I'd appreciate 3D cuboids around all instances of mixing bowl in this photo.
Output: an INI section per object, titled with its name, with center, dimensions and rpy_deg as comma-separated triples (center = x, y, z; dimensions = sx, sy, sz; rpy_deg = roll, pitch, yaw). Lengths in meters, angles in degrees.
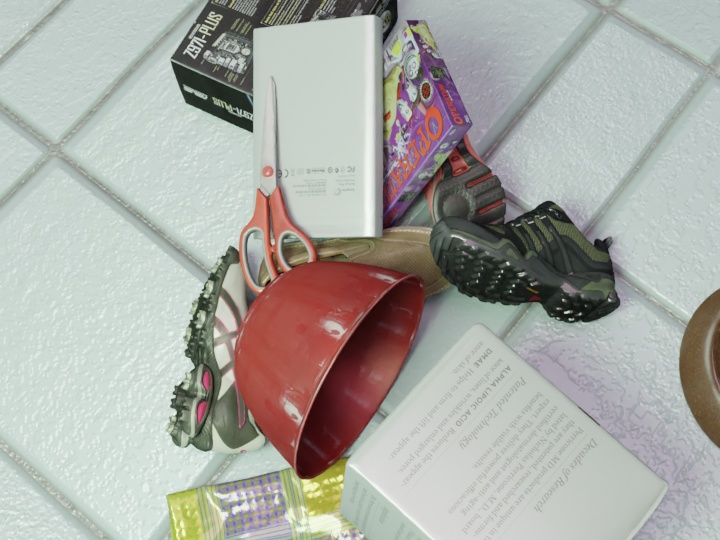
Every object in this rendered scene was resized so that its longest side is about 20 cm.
[mixing bowl]
center = -0.040, 0.068, 0.963
dimensions = 0.108, 0.200, 0.201
rpy_deg = 30, 72, 18

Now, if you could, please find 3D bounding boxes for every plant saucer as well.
[plant saucer]
center = 0.397, 0.090, 1.013
dimensions = 0.198, 0.035, 0.202
rpy_deg = -1, 66, 3

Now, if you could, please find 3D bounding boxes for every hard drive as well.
[hard drive]
center = -0.041, -0.131, 1.038
dimensions = 0.131, 0.027, 0.202
rpy_deg = 0, 90, 27

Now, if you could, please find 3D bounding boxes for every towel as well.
[towel]
center = -0.071, 0.248, 0.983
dimensions = 0.198, 0.023, 0.145
rpy_deg = -10, 68, 0

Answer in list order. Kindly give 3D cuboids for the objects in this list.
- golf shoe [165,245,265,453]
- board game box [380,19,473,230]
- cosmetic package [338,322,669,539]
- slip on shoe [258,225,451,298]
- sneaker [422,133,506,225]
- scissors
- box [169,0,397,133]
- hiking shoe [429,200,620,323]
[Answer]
[golf shoe]
center = -0.124, 0.077, 1.043
dimensions = 0.087, 0.077, 0.202
rpy_deg = 16, 64, -18
[board game box]
center = 0.029, -0.125, 1.044
dimensions = 0.032, 0.200, 0.121
rpy_deg = -11, 64, -33
[cosmetic package]
center = 0.108, 0.188, 0.907
dimensions = 0.200, 0.165, 0.165
rpy_deg = 40, 69, 13
[slip on shoe]
center = 0.000, 0.000, 1.045
dimensions = 0.198, 0.061, 0.077
rpy_deg = 0, 107, 6
[sneaker]
center = 0.090, -0.100, 1.095
dimensions = 0.073, 0.087, 0.202
rpy_deg = -18, 91, -3
[scissors]
center = -0.092, -0.079, 1.030
dimensions = 0.073, 0.014, 0.202
rpy_deg = -15, 82, 10
[box]
center = -0.075, -0.244, 1.154
dimensions = 0.163, 0.086, 0.201
rpy_deg = 24, 71, 13
[hiking shoe]
center = 0.152, -0.021, 1.037
dimensions = 0.199, 0.076, 0.101
rpy_deg = 20, 55, -21
